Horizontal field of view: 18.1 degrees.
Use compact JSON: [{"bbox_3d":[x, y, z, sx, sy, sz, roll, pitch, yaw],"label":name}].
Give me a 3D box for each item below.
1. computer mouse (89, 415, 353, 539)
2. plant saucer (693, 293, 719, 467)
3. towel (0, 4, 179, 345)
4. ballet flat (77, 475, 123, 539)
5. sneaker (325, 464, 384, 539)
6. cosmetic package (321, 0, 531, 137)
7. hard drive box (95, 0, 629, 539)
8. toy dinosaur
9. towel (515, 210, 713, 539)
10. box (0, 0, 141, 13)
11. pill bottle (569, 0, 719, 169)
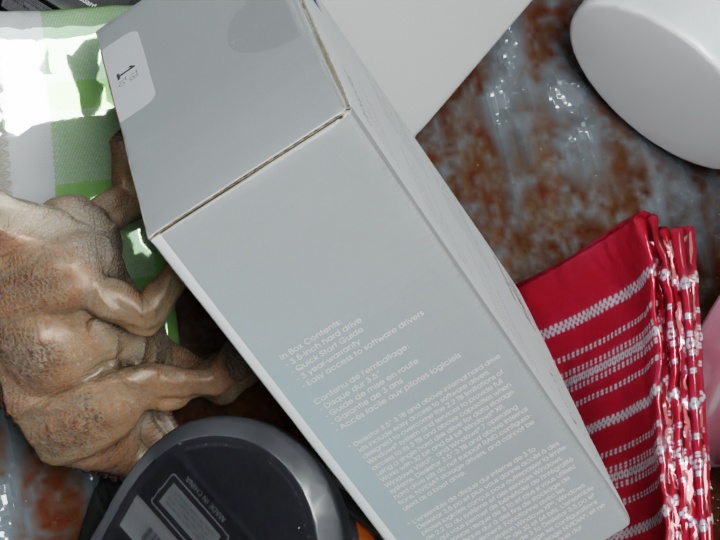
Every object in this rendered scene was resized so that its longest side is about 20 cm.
[{"bbox_3d":[-0.070,0.123,0.798,0.139,0.200,0.053,51,27,14],"label":"computer mouse"},{"bbox_3d":[0.202,0.006,0.871,0.200,0.201,0.051,-39,65,-18],"label":"plant saucer"},{"bbox_3d":[-0.173,-0.021,0.852,0.199,0.031,0.150,-7,96,-12],"label":"towel"},{"bbox_3d":[-0.073,0.162,0.858,0.057,0.066,0.201,14,69,-56],"label":"ballet flat"},{"bbox_3d":[-0.004,0.168,0.836,0.112,0.078,0.200,-37,88,-39],"label":"sneaker"},{"bbox_3d":[0.018,-0.146,0.904,0.200,0.085,0.108,-52,124,-18],"label":"cosmetic package"},{"bbox_3d":[0.000,0.000,0.795,0.077,0.156,0.200,-32,121,6],"label":"hard drive box"},{"bbox_3d":[-0.113,0.026,0.819,0.135,0.086,0.201,-27,111,-1],"label":"toy dinosaur"},{"bbox_3d":[0.091,0.089,0.856,0.022,0.145,0.201,2,77,-19],"label":"towel"},{"bbox_3d":[-0.146,-0.200,0.914,0.200,0.044,0.161,32,73,-6],"label":"box"},{"bbox_3d":[0.184,-0.145,0.945,0.113,0.113,0.200,41,72,-2],"label":"pill bottle"}]
